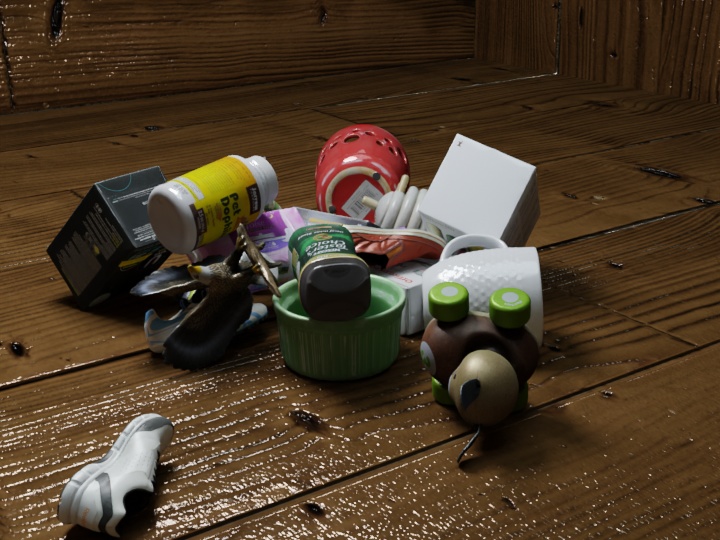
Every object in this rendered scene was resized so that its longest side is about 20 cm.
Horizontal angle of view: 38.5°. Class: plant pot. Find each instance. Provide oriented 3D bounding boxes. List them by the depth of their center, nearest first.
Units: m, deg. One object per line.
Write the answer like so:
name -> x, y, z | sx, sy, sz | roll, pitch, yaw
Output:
plant pot -> 0.000, -0.174, 2.077 | 0.196, 0.205, 0.183 | 1, 23, 5

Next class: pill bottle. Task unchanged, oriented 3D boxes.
pill bottle -> -0.223, -0.109, 1.594 | 0.108, 0.111, 0.199 | 17, 34, 40

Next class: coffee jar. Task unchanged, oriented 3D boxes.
coffee jar -> -0.045, 0.001, 1.469 | 0.102, 0.087, 0.200 | -5, 21, -9

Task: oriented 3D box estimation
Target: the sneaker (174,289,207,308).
sneaker -> -0.276, 0.038, 1.716 | 0.079, 0.075, 0.200 | -10, 14, 4

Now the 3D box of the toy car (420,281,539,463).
toy car -> 0.138, 0.140, 1.296 | 0.154, 0.167, 0.201 | 5, 33, 15

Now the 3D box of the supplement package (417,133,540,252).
supplement package -> 0.207, -0.101, 1.761 | 0.150, 0.153, 0.200 | 25, -11, 19

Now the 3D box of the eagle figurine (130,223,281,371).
eagle figurine -> -0.220, 0.027, 1.510 | 0.199, 0.151, 0.153 | -39, 27, 16

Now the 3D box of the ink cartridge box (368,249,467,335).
ink cartridge box -> 0.098, 0.025, 1.697 | 0.198, 0.087, 0.144 | -20, 27, -38

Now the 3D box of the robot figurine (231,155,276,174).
robot figurine -> -0.233, -0.102, 1.777 | 0.143, 0.058, 0.202 | 12, 61, 39

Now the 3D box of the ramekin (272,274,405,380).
ramekin -> -0.031, 0.082, 1.522 | 0.195, 0.100, 0.201 | -1, 20, 0

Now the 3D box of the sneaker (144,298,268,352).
sneaker -> -0.234, 0.072, 1.582 | 0.196, 0.074, 0.072 | -12, 1, -25

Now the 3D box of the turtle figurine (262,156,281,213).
turtle figurine -> -0.194, -0.058, 1.850 | 0.142, 0.202, 0.195 | -27, 16, 22

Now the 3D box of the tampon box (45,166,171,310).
tampon box -> -0.401, -0.054, 1.729 | 0.200, 0.127, 0.149 | -41, -9, 39

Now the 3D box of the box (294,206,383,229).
box -> -0.011, -0.055, 1.842 | 0.156, 0.049, 0.199 | 13, -6, 31

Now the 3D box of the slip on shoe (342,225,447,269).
slip on shoe -> 0.047, -0.030, 1.649 | 0.196, 0.062, 0.074 | 3, -22, -19

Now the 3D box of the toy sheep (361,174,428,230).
toy sheep -> 0.095, -0.098, 1.946 | 0.197, 0.140, 0.138 | 22, 22, 2

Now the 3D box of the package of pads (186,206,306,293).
package of pads -> -0.174, -0.029, 1.663 | 0.197, 0.076, 0.121 | -13, 53, -29

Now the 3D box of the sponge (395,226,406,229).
sponge -> 0.000, 0.000, 1.724 | 0.198, 0.113, 0.030 | -17, 42, -38

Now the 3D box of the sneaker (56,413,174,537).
sneaker -> -0.260, 0.236, 1.177 | 0.079, 0.075, 0.200 | 19, 29, 12

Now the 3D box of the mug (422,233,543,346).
mug -> 0.180, 0.024, 1.565 | 0.171, 0.149, 0.203 | -3, 49, 4
